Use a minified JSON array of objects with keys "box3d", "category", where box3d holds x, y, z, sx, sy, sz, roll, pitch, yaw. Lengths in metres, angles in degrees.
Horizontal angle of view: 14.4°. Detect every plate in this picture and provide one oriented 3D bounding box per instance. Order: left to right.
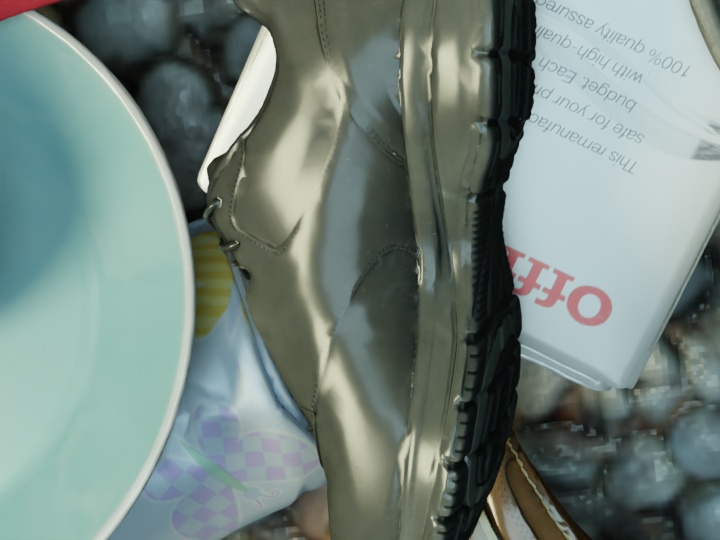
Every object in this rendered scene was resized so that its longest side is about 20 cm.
[{"box3d":[-0.142,0.011,0.851,0.199,0.026,0.202,-1,87,13],"category":"plate"}]

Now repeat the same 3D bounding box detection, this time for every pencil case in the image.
[{"box3d":[-0.101,0.064,0.894,0.199,0.083,0.091,-29,105,11],"category":"pencil case"}]

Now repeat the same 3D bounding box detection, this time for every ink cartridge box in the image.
[{"box3d":[0.057,-0.088,0.845,0.146,0.083,0.201,25,104,-2],"category":"ink cartridge box"}]

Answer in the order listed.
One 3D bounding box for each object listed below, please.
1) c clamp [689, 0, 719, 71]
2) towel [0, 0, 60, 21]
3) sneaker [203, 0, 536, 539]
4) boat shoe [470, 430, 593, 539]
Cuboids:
[{"box3d":[0.191,-0.080,0.799,0.199,0.027,0.172,-18,112,-5],"category":"c clamp"},{"box3d":[-0.131,-0.135,0.759,0.144,0.023,0.200,-18,138,11],"category":"towel"},{"box3d":[0.000,0.000,0.799,0.090,0.076,0.202,5,98,13],"category":"sneaker"},{"box3d":[0.095,0.123,0.905,0.068,0.072,0.201,-31,109,7],"category":"boat shoe"}]
